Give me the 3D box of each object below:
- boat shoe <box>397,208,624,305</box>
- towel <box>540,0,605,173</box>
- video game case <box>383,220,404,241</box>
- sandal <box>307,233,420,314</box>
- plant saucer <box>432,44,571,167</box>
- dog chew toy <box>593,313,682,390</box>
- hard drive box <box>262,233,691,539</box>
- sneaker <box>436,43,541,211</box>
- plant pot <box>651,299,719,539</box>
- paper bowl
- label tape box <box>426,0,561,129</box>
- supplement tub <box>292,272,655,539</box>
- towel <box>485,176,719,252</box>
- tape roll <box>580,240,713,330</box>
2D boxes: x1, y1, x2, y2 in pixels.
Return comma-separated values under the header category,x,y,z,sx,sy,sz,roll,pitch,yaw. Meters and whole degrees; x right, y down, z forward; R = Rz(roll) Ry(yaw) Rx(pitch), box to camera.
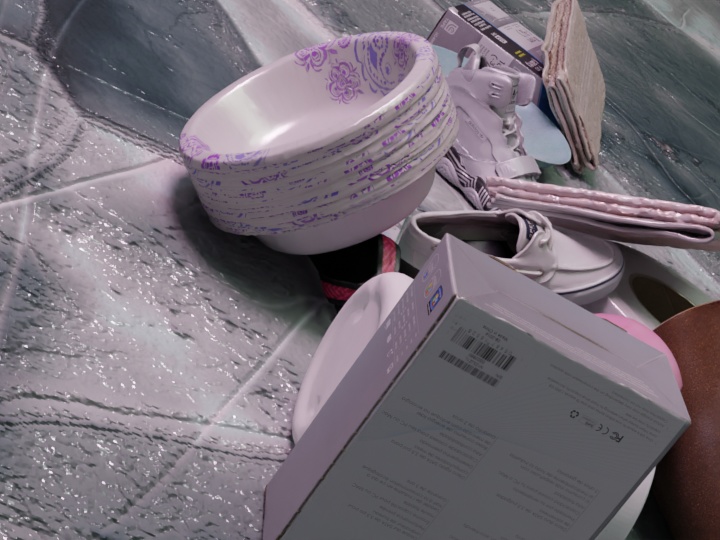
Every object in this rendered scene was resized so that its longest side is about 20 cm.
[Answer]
category,x,y,z,sx,sy,sz,roll,pitch,yaw
boat shoe,0.126,-0.015,1.375,0.199,0.065,0.074,-3,48,-20
towel,0.237,-0.208,1.902,0.200,0.034,0.133,-72,145,-55
video game case,-0.024,-0.079,1.439,0.143,0.018,0.200,33,23,-4
sandal,0.000,0.000,1.243,0.045,0.075,0.200,54,-2,-41
plant saucer,0.127,-0.160,1.778,0.201,0.039,0.201,29,23,-14
dog chew toy,0.125,0.073,1.225,0.200,0.125,0.125,23,21,12
hard drive box,0.060,0.105,0.964,0.156,0.200,0.077,29,23,-16
sneaker,0.137,-0.120,1.614,0.200,0.115,0.075,43,24,18
plant pot,0.291,0.155,1.251,0.187,0.187,0.200,26,39,-20
paper bowl,-0.024,-0.086,1.257,0.201,0.200,0.105,-88,160,-63
label tape box,0.182,-0.223,1.943,0.200,0.063,0.144,38,24,8
supplement tub,0.070,0.099,1.078,0.200,0.132,0.132,29,24,-16
towel,0.215,-0.045,1.468,0.199,0.032,0.191,10,0,14
tape roll,0.254,0.062,1.482,0.202,0.071,0.203,29,24,-15
